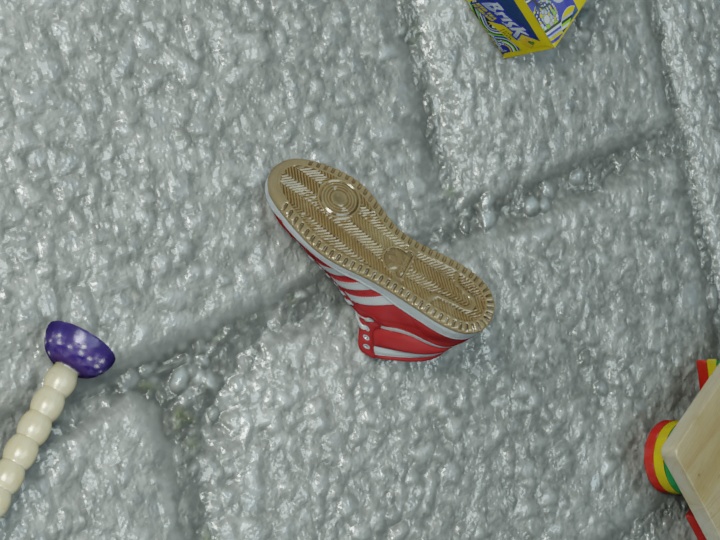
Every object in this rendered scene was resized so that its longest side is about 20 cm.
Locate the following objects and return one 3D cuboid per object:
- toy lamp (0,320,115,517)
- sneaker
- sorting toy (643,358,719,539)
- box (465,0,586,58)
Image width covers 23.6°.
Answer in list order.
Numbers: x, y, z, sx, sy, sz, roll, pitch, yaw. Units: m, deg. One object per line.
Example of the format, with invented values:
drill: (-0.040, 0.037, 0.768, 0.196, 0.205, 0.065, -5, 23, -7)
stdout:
toy lamp: (-0.225, 0.130, 1.114, 0.058, 0.058, 0.200, 45, 60, -32)
sneaker: (0.000, 0.000, 1.333, 0.200, 0.112, 0.071, 37, 63, -2)
sorting toy: (0.358, 0.178, 1.646, 0.200, 0.070, 0.199, -47, 118, -33)
box: (0.174, -0.279, 1.498, 0.070, 0.064, 0.200, 52, 56, -29)
